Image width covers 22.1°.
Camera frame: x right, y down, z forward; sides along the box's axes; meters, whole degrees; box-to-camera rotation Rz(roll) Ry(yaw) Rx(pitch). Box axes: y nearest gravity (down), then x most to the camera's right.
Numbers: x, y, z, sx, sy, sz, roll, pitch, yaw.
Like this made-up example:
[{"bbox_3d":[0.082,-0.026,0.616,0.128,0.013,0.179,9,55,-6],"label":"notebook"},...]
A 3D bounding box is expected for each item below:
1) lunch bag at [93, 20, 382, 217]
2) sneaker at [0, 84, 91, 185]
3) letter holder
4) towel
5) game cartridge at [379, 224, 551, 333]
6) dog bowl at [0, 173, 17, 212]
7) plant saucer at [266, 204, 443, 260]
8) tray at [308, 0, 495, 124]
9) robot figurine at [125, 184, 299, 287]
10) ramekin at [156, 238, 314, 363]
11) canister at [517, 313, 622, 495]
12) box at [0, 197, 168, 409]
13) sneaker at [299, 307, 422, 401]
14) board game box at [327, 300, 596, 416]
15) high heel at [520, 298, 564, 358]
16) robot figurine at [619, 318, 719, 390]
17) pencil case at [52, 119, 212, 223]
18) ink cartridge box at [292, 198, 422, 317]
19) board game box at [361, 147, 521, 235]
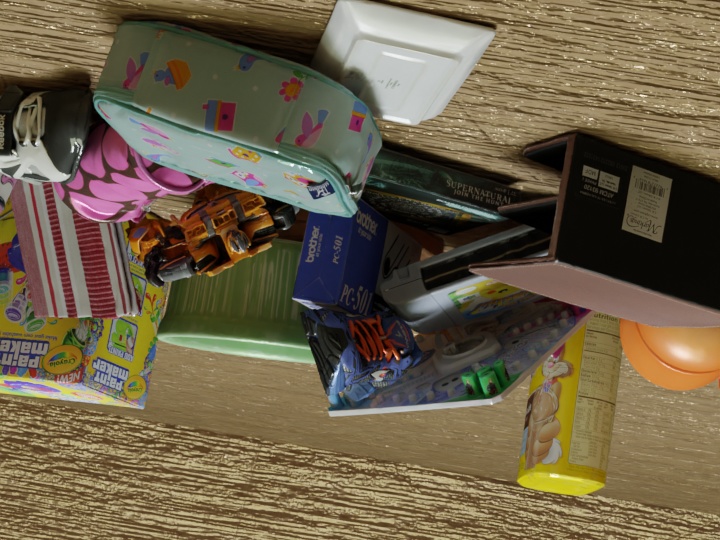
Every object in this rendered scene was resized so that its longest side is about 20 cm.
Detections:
[{"bbox_3d":[-0.083,-0.102,1.330,0.199,0.078,0.160,19,168,12],"label":"lunch bag"},{"bbox_3d":[-0.279,-0.111,1.508,0.088,0.075,0.200,14,167,-25],"label":"sneaker"},{"bbox_3d":[0.203,-0.025,1.462,0.199,0.101,0.142,16,168,-26],"label":"letter holder"},{"bbox_3d":[-0.267,-0.027,1.717,0.023,0.145,0.199,-15,-172,-34],"label":"towel"},{"bbox_3d":[0.124,0.003,1.608,0.199,0.041,0.133,-19,166,9],"label":"game cartridge"},{"bbox_3d":[-0.413,-0.091,1.707,0.198,0.074,0.200,10,167,2],"label":"dog bowl"},{"bbox_3d":[-0.019,-0.022,1.805,0.199,0.033,0.200,9,168,2],"label":"plant saucer"},{"bbox_3d":[0.021,-0.138,1.273,0.107,0.022,0.200,12,167,-6],"label":"tray"},{"bbox_3d":[-0.135,-0.037,1.590,0.144,0.059,0.200,-28,-167,-17],"label":"robot figurine"},{"bbox_3d":[-0.088,0.028,1.740,0.198,0.099,0.200,6,173,1],"label":"ramekin"},{"bbox_3d":[0.212,0.117,1.848,0.086,0.202,0.149,9,168,-2],"label":"canister"},{"bbox_3d":[-0.314,0.029,1.888,0.199,0.194,0.122,3,166,27],"label":"box"},{"bbox_3d":[0.003,0.059,1.527,0.078,0.076,0.200,-23,172,7],"label":"sneaker"},{"bbox_3d":[0.093,0.068,1.662,0.199,0.026,0.200,-9,-161,42],"label":"board game box"},{"bbox_3d":[0.125,0.038,1.806,0.067,0.097,0.199,19,165,-37],"label":"high heel"},{"bbox_3d":[0.296,0.043,1.650,0.116,0.145,0.200,-7,167,-1],"label":"robot figurine"},{"bbox_3d":[-0.178,-0.088,1.505,0.094,0.091,0.200,51,157,-13],"label":"pencil case"},{"bbox_3d":[0.000,0.000,1.615,0.044,0.095,0.200,9,171,20],"label":"ink cartridge box"},{"bbox_3d":[0.017,-0.073,1.545,0.199,0.028,0.135,15,169,-22],"label":"board game box"}]
